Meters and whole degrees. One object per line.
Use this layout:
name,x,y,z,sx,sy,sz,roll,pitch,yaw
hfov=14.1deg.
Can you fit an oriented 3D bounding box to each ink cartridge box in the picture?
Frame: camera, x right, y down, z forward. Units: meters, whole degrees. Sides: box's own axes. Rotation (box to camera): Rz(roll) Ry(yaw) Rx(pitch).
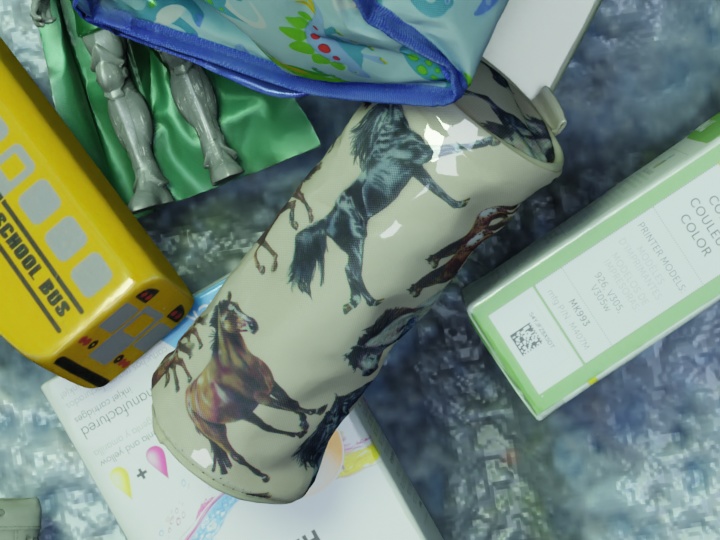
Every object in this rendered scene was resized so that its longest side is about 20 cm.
ink cartridge box,0.139,-0.019,1.235,0.199,0.104,0.059,-35,93,3
ink cartridge box,-0.038,0.106,1.266,0.115,0.068,0.201,-30,92,4

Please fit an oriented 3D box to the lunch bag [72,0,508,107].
lunch bag,-0.013,-0.162,1.132,0.127,0.199,0.171,43,68,-37

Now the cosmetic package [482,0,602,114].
cosmetic package,0.083,-0.154,1.229,0.071,0.105,0.201,28,93,1

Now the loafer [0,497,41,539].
loafer,-0.237,0.104,1.277,0.199,0.070,0.070,16,87,-6

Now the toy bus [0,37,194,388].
toy bus,-0.161,-0.042,1.230,0.078,0.065,0.200,-40,70,5

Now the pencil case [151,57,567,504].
pencil case,0.000,0.000,1.168,0.078,0.089,0.200,47,108,27

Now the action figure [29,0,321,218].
action figure,-0.107,-0.127,1.264,0.117,0.055,0.201,-21,89,6
